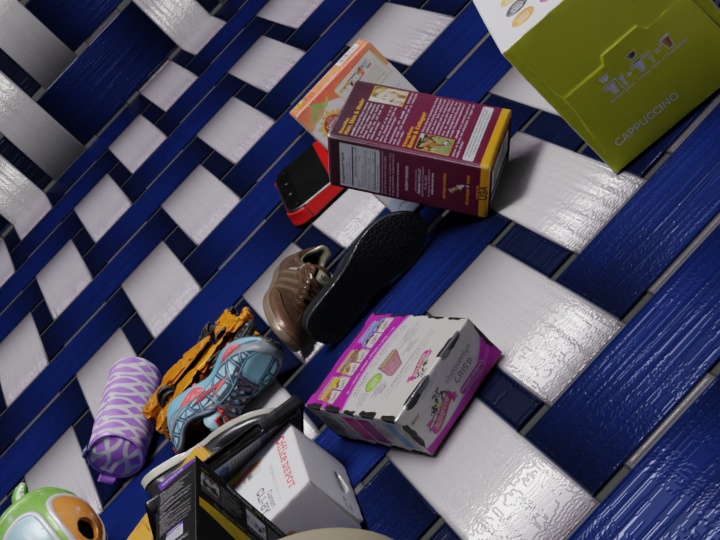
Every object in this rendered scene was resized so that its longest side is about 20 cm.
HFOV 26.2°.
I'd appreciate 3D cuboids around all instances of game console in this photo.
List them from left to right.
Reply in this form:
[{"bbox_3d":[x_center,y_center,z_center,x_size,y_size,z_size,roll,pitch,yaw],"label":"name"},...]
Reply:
[{"bbox_3d":[-0.048,-0.154,2.311,0.177,0.031,0.200,-39,23,5],"label":"game console"}]

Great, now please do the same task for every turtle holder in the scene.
[{"bbox_3d":[-0.390,0.361,1.893,0.186,0.141,0.132,-45,38,-20],"label":"turtle holder"}]

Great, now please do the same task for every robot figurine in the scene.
[{"bbox_3d":[-0.204,0.133,2.052,0.200,0.058,0.145,-49,23,-5],"label":"robot figurine"}]

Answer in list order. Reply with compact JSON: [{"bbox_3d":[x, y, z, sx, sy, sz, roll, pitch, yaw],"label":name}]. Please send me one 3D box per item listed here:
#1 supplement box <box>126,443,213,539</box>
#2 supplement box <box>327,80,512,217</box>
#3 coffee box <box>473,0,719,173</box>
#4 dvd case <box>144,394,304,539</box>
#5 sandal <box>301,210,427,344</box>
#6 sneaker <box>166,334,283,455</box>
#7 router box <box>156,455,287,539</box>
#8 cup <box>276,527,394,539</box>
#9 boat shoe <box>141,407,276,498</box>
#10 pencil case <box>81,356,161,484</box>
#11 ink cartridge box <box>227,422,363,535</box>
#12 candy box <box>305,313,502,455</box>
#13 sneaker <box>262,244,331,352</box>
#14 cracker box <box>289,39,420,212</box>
[{"bbox_3d":[-0.213,0.299,1.753,0.200,0.069,0.067,-56,22,-4],"label":"supplement box"},{"bbox_3d":[0.071,-0.147,1.859,0.200,0.086,0.110,12,48,13],"label":"supplement box"},{"bbox_3d":[0.274,-0.267,1.694,0.200,0.200,0.198,-41,24,14],"label":"coffee box"},{"bbox_3d":[-0.143,0.221,1.668,0.200,0.018,0.143,-35,-22,-18],"label":"dvd case"},{"bbox_3d":[-0.001,0.000,1.893,0.200,0.075,0.048,-47,27,0],"label":"sandal"},{"bbox_3d":[-0.162,0.166,1.923,0.200,0.079,0.096,-45,30,25],"label":"sneaker"},{"bbox_3d":[-0.102,0.284,1.425,0.052,0.200,0.157,-40,22,12],"label":"router box"},{"bbox_3d":[-0.011,0.296,1.299,0.200,0.200,0.143,-33,-1,29],"label":"cup"},{"bbox_3d":[-0.164,0.230,1.833,0.200,0.072,0.068,-34,62,11],"label":"boat shoe"},{"bbox_3d":[-0.322,0.203,2.122,0.200,0.084,0.086,-84,10,-58],"label":"pencil case"},{"bbox_3d":[-0.105,0.274,1.601,0.200,0.083,0.145,-44,21,6],"label":"ink cartridge box"},{"bbox_3d":[0.043,0.116,1.638,0.136,0.061,0.200,-53,23,-18],"label":"candy box"},{"bbox_3d":[-0.076,0.026,1.990,0.076,0.070,0.200,-38,24,18],"label":"sneaker"},{"bbox_3d":[0.027,-0.179,1.981,0.134,0.200,0.058,-46,17,0],"label":"cracker box"}]
